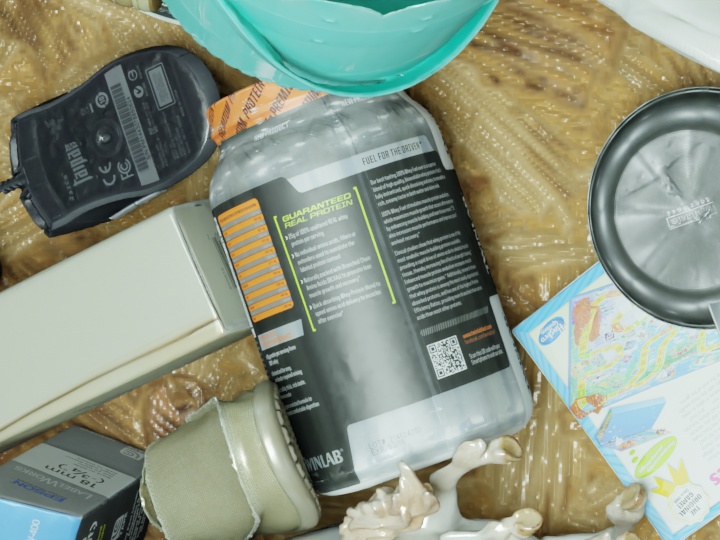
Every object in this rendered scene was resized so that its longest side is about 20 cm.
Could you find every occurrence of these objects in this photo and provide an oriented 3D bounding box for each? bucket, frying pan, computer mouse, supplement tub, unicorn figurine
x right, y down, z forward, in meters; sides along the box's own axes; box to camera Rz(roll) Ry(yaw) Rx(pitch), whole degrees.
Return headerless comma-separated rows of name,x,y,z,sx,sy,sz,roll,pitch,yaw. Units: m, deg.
bucket,-0.008,-0.184,1.113,0.206,0.135,0.208,3,75,-10
frying pan,0.158,0.009,1.160,0.114,0.031,0.191,5,94,23
computer mouse,-0.158,-0.085,1.309,0.199,0.046,0.141,-28,80,27
supplement tub,0.000,0.000,1.207,0.122,0.122,0.201,-19,89,22
unicorn figurine,0.076,0.149,1.190,0.200,0.074,0.137,35,131,-15

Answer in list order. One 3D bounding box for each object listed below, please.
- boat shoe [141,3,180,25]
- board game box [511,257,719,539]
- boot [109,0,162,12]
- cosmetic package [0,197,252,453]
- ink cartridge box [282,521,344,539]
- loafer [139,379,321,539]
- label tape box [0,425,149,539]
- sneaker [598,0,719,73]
boat shoe,-0.052,-0.156,1.246,0.199,0.060,0.076,3,97,22
board game box,0.190,0.022,1.180,0.200,0.034,0.135,-39,80,21
boot,-0.163,-0.218,1.216,0.155,0.073,0.201,2,65,-5
cosmetic package,-0.144,0.033,1.280,0.199,0.103,0.073,-26,86,23
ink cartridge box,-0.062,0.184,1.210,0.146,0.200,0.083,-21,84,22
loafer,-0.069,0.106,1.208,0.068,0.200,0.076,-18,80,-14
label tape box,-0.176,0.173,1.251,0.063,0.200,0.145,20,103,11
sneaker,0.158,-0.147,1.144,0.200,0.075,0.089,37,100,29
